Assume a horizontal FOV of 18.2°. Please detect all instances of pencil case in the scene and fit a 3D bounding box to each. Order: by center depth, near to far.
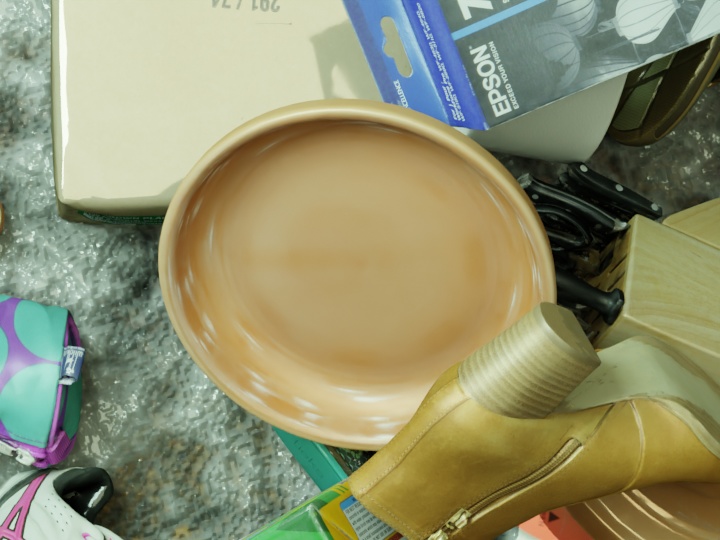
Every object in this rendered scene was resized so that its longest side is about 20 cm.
[{"bbox_3d":[-0.247,0.053,1.191,0.199,0.085,0.093,7,55,-6],"label":"pencil case"}]

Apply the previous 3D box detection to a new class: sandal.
[{"bbox_3d":[0.212,-0.149,1.279,0.054,0.080,0.200,39,77,-24],"label":"sandal"}]

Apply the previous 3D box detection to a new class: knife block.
[{"bbox_3d":[0.152,0.033,1.175,0.175,0.064,0.200,-21,71,-34],"label":"knife block"}]

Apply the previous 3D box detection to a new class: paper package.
[{"bbox_3d":[-0.069,-0.122,1.220,0.199,0.103,0.191,-1,85,-8],"label":"paper package"}]

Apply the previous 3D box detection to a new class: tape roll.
[{"bbox_3d":[0.099,-0.159,1.196,0.071,0.202,0.203,8,84,-7],"label":"tape roll"}]

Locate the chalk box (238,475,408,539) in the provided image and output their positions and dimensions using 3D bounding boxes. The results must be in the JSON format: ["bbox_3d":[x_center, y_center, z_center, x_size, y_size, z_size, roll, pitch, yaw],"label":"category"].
[{"bbox_3d":[-0.042,0.198,1.168,0.200,0.125,0.124,-31,88,26],"label":"chalk box"}]

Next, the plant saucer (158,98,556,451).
[{"bbox_3d":[0.000,0.000,1.121,0.199,0.038,0.201,6,123,9],"label":"plant saucer"}]

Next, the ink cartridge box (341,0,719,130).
[{"bbox_3d":[0.094,-0.136,1.078,0.199,0.039,0.100,-23,107,3],"label":"ink cartridge box"}]

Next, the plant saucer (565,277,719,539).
[{"bbox_3d":[0.183,0.079,1.222,0.200,0.032,0.201,12,55,-18],"label":"plant saucer"}]

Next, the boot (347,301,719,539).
[{"bbox_3d":[0.099,0.097,1.124,0.201,0.071,0.144,26,119,-39],"label":"boot"}]

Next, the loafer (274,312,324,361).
[{"bbox_3d":[0.019,0.030,1.204,0.075,0.070,0.200,-28,118,25],"label":"loafer"}]

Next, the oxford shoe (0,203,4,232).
[{"bbox_3d":[-0.285,-0.063,1.202,0.199,0.073,0.072,26,82,-5],"label":"oxford shoe"}]

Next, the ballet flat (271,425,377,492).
[{"bbox_3d":[0.029,0.138,1.232,0.074,0.074,0.200,-31,93,-8],"label":"ballet flat"}]

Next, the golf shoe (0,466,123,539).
[{"bbox_3d":[-0.162,0.158,1.137,0.092,0.200,0.073,-23,119,2],"label":"golf shoe"}]

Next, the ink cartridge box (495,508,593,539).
[{"bbox_3d":[0.176,0.150,1.256,0.199,0.050,0.163,9,84,-3],"label":"ink cartridge box"}]
